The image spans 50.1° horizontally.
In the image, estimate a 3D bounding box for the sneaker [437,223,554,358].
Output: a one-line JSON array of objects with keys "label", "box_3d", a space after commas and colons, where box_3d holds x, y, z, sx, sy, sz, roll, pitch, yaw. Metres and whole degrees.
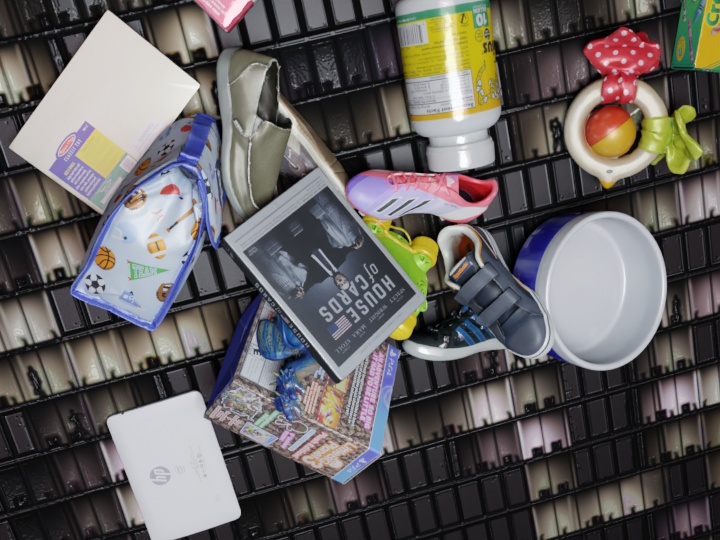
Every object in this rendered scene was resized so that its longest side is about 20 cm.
[{"label": "sneaker", "box_3d": [0.157, 0.024, 0.952, 0.079, 0.201, 0.079, 10, 130, -46]}]

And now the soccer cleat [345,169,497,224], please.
[{"label": "soccer cleat", "box_3d": [0.076, -0.098, 0.941, 0.198, 0.076, 0.067, 5, 62, -31]}]

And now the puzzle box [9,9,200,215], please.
[{"label": "puzzle box", "box_3d": [-0.301, -0.183, 0.911, 0.133, 0.025, 0.200, 38, 96, -17]}]

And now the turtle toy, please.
[{"label": "turtle toy", "box_3d": [0.000, 0.000, 0.962, 0.199, 0.101, 0.147, 32, 56, -14]}]

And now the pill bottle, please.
[{"label": "pill bottle", "box_3d": [0.109, -0.226, 0.921, 0.111, 0.113, 0.202, -11, 105, -6]}]

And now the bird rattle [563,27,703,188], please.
[{"label": "bird rattle", "box_3d": [0.335, -0.196, 0.977, 0.163, 0.113, 0.200, -39, 105, 19]}]

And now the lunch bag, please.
[{"label": "lunch bag", "box_3d": [-0.216, -0.064, 0.860, 0.123, 0.171, 0.201, 25, 113, -17]}]

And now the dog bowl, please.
[{"label": "dog bowl", "box_3d": [0.298, 0.024, 1.006, 0.198, 0.079, 0.203, -2, 95, -24]}]

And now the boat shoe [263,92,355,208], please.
[{"label": "boat shoe", "box_3d": [-0.081, -0.144, 0.936, 0.065, 0.072, 0.200, -37, 101, 12]}]

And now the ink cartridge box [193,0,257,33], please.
[{"label": "ink cartridge box", "box_3d": [-0.135, -0.390, 0.853, 0.145, 0.084, 0.200, 42, 96, -16]}]

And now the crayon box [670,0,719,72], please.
[{"label": "crayon box", "box_3d": [0.478, -0.353, 0.976, 0.117, 0.058, 0.202, 2, 104, -10]}]

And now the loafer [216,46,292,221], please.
[{"label": "loafer", "box_3d": [-0.114, -0.148, 0.863, 0.069, 0.075, 0.202, 1, 109, 20]}]

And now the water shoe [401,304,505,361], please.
[{"label": "water shoe", "box_3d": [0.146, 0.067, 1.030, 0.198, 0.071, 0.080, -7, 103, -18]}]

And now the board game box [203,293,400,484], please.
[{"label": "board game box", "box_3d": [-0.067, 0.138, 0.951, 0.199, 0.160, 0.097, 29, 134, -14]}]

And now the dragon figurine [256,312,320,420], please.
[{"label": "dragon figurine", "box_3d": [-0.081, 0.069, 0.880, 0.099, 0.202, 0.059, 0, 147, -37]}]

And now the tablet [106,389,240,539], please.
[{"label": "tablet", "box_3d": [-0.250, 0.269, 1.043, 0.129, 0.014, 0.202, -16, 106, -5]}]

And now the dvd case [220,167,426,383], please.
[{"label": "dvd case", "box_3d": [-0.038, 0.002, 0.864, 0.150, 0.025, 0.200, -41, 90, -28]}]
